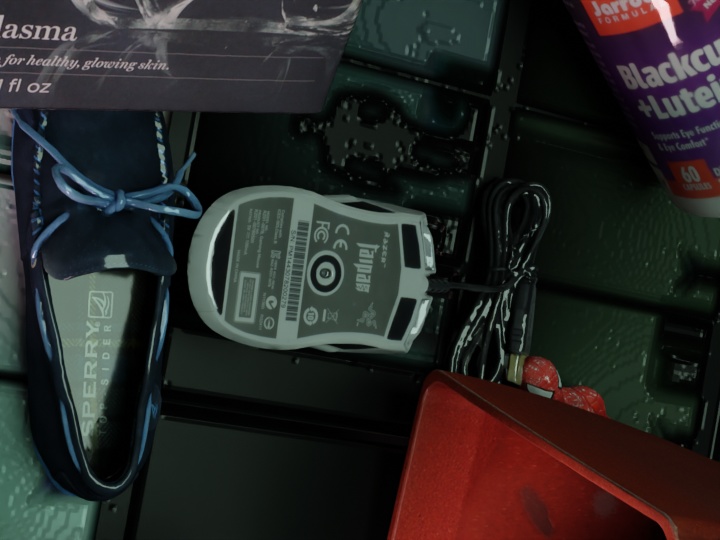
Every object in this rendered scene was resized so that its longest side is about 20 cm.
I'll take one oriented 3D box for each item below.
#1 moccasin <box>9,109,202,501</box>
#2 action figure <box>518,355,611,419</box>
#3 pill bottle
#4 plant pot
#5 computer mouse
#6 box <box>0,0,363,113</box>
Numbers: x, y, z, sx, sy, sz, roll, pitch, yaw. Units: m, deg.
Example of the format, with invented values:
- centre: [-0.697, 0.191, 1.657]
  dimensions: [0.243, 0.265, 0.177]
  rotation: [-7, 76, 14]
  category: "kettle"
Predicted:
- centre: [-0.099, -0.005, 0.805]
  dimensions: [0.080, 0.068, 0.201]
  rotation: [-7, 96, -20]
  category: "moccasin"
- centre: [0.127, 0.124, 0.974]
  dimensions: [0.065, 0.052, 0.201]
  rotation: [-38, 110, -18]
  category: "action figure"
- centre: [0.156, -0.135, 0.929]
  dimensions: [0.111, 0.111, 0.201]
  rotation: [-41, 113, -22]
  category: "pill bottle"
- centre: [0.128, 0.173, 0.866]
  dimensions: [0.175, 0.200, 0.201]
  rotation: [6, 102, -30]
  category: "plant pot"
- centre: [0.000, 0.000, 0.888]
  dimensions: [0.199, 0.044, 0.110]
  rotation: [9, 91, -36]
  category: "computer mouse"
- centre: [-0.090, -0.170, 0.718]
  dimensions: [0.199, 0.124, 0.197]
  rotation: [-2, 131, -31]
  category: "box"
